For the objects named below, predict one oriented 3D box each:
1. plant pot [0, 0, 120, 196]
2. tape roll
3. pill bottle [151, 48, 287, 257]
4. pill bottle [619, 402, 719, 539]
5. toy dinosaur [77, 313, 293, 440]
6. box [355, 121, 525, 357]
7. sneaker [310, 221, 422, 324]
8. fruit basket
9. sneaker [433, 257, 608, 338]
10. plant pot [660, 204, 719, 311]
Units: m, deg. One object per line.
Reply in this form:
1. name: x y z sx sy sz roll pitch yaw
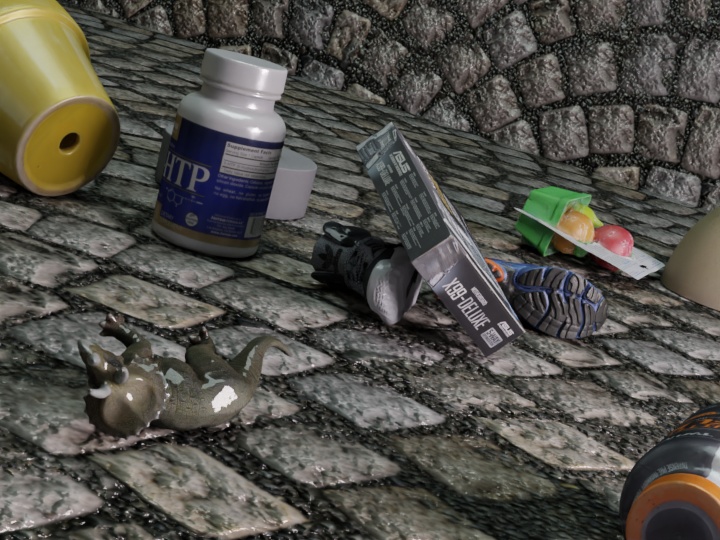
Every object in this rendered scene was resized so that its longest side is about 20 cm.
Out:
1. plant pot: -0.365 -0.185 1.593 0.200 0.202 0.189 0 35 -50
2. tape roll: -0.157 -0.126 1.832 0.198 0.067 0.200 15 12 -3
3. pill bottle: -0.144 -0.126 1.536 0.118 0.202 0.120 14 12 -3
4. pill bottle: 0.240 0.157 0.991 0.105 0.107 0.200 20 13 22
5. toy dinosaur: -0.127 0.081 1.007 0.199 0.077 0.102 11 24 -41
6. box: 0.076 -0.032 1.429 0.158 0.050 0.201 50 10 -39
7. sneaker: 0.000 0.000 1.467 0.113 0.076 0.200 17 7 9
8. fruit basket: 0.321 -0.040 2.041 0.199 0.094 0.185 36 18 15
9. sneaker: 0.176 0.020 1.593 0.198 0.076 0.078 17 9 0
10. plant pot: 0.539 -0.020 2.047 0.198 0.136 0.200 14 13 -3
